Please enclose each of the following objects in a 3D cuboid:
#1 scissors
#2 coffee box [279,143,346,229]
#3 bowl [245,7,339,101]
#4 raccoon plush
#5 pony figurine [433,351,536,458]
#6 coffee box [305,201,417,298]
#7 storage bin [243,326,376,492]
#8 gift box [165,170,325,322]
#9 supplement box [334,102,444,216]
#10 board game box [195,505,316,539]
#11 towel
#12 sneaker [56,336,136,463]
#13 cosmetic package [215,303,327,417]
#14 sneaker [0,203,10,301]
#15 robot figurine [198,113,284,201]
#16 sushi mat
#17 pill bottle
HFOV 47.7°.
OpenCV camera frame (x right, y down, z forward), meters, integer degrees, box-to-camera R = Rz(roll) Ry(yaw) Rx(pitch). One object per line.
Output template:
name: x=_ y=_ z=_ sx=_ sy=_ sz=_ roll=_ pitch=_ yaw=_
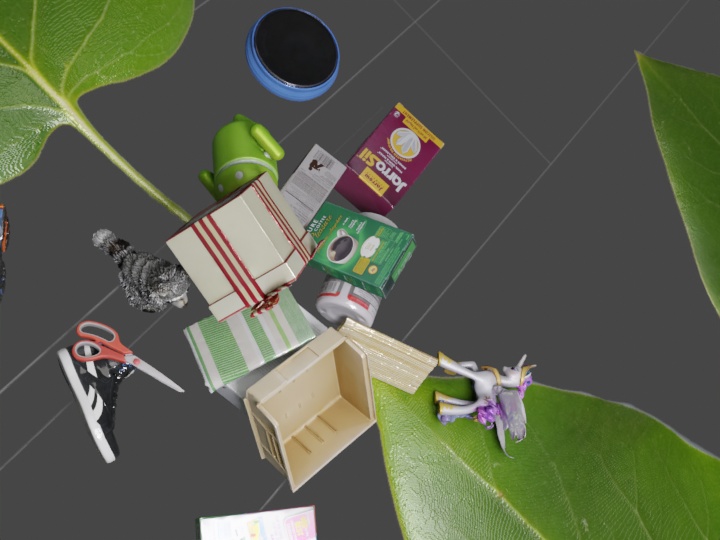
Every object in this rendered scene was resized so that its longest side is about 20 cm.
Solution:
scissors: x=-0.371 y=0.138 z=1.322 sx=0.199 sy=0.014 sz=0.073 roll=18 pitch=52 yaw=-5
coffee box: x=-0.121 y=-0.123 z=1.523 sx=0.080 sy=0.113 sz=0.201 roll=36 pitch=64 yaw=-8
bowl: x=-0.135 y=-0.446 z=1.662 sx=0.199 sy=0.039 sz=0.202 roll=7 pitch=71 yaw=-20
raccoon plush: x=-0.372 y=-0.003 z=1.368 sx=0.199 sy=0.134 sz=0.097 roll=32 pitch=65 yaw=-10
pony figurine: x=0.243 y=0.247 z=1.549 sx=0.199 sy=0.167 sz=0.194 roll=4 pitch=63 yaw=-5
coffee box: x=-0.012 y=-0.040 z=1.465 sx=0.199 sy=0.044 sz=0.123 roll=21 pitch=68 yaw=27
storage bin: x=-0.081 y=0.230 z=1.376 sx=0.200 sy=0.199 sz=0.094 roll=-35 pitch=50 yaw=-27
gift box: x=-0.177 y=-0.037 z=1.349 sx=0.187 sy=0.199 sz=0.185 roll=58 pitch=24 yaw=-14
supplement box: x=0.052 y=-0.215 z=1.629 sx=0.131 sy=0.103 sz=0.200 roll=41 pitch=64 yaw=-7
board game box: x=-0.169 y=0.479 z=1.351 sx=0.199 sy=0.040 sz=0.154 roll=1 pitch=73 yaw=-22
towel: x=-0.193 y=0.110 z=1.398 sx=0.199 sy=0.023 sz=0.153 roll=-27 pitch=49 yaw=-8
sneaker: x=-0.405 y=0.200 z=1.324 sx=0.111 sy=0.073 sz=0.201 roll=-23 pitch=82 yaw=-25
cosmetic package: x=-0.159 y=0.155 z=1.441 sx=0.101 sy=0.071 sz=0.200 roll=40 pitch=63 yaw=-6
sneaker: x=-0.617 y=-0.013 z=1.315 sx=0.078 sy=0.075 sz=0.201 roll=1 pitch=65 yaw=-13
robot figurine: x=-0.212 y=-0.191 z=1.489 sx=0.115 sy=0.175 sz=0.201 roll=29 pitch=39 yaw=-42
sushi mat: x=0.036 y=0.161 z=1.517 sx=0.199 sy=0.096 sz=0.012 roll=25 pitch=29 yaw=-13
pill bottle: x=0.000 y=0.000 z=1.533 sx=0.113 sy=0.114 sz=0.201 roll=27 pitch=65 yaw=-12
